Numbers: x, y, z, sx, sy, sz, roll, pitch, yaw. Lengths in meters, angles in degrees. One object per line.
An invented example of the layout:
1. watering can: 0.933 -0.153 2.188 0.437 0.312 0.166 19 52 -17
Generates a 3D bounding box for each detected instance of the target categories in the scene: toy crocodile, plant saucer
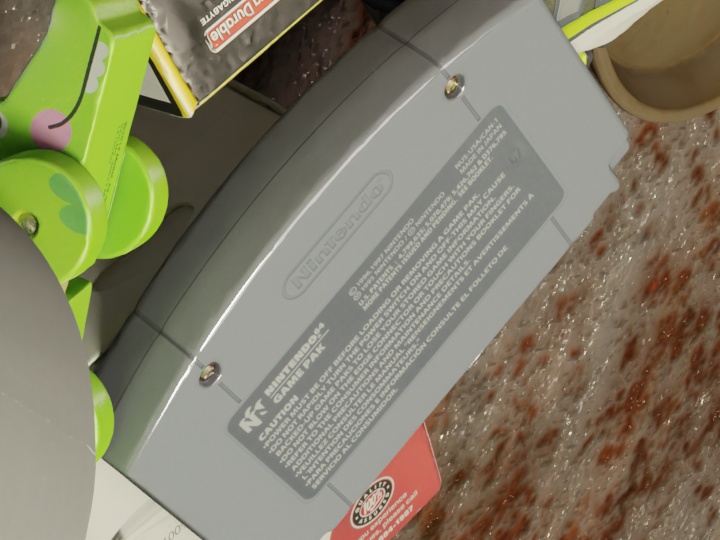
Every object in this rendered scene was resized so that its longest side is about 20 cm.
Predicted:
1. toy crocodile: -0.102 0.011 0.787 0.068 0.062 0.200 -42 150 -67
2. plant saucer: 0.152 -0.157 1.125 0.200 0.029 0.200 -33 139 -34

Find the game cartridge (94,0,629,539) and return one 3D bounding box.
1. game cartridge: 0.000 0.000 0.881 0.200 0.040 0.133 -50 148 -6

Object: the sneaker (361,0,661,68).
1. sneaker: 0.081 -0.125 0.889 0.200 0.074 0.081 -41 146 24

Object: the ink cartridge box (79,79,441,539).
1. ink cartridge box: -0.063 0.047 0.952 0.147 0.083 0.200 -43 143 -22

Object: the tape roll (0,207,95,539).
1. tape roll: -0.170 0.053 0.713 0.200 0.200 0.066 -59 145 -1

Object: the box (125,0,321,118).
1. box: -0.029 -0.170 0.817 0.200 0.049 0.160 -42 121 -23
